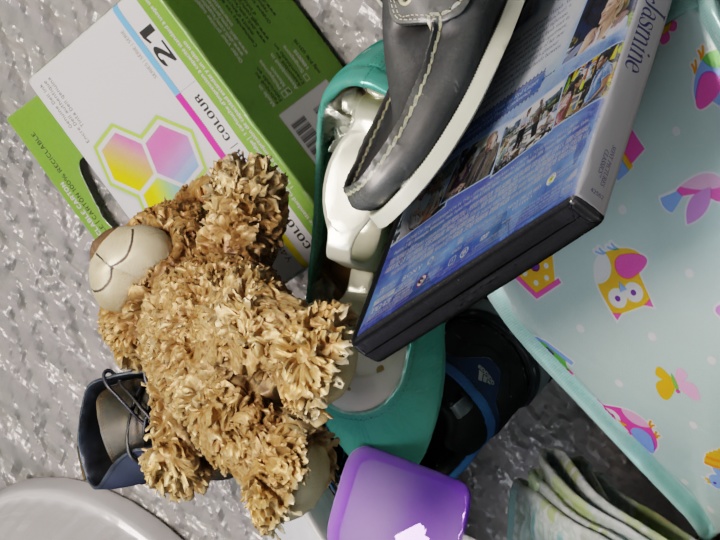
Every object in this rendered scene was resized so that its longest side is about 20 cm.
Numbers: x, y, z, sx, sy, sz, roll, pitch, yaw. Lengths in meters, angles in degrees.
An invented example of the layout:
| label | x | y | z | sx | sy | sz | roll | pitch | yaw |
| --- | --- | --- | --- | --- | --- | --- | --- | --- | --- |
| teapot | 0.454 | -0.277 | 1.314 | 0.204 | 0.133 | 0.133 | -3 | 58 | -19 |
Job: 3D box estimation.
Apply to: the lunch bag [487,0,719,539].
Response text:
| label | x | y | z | sx | sy | sz | roll | pitch | yaw |
| --- | --- | --- | --- | --- | --- | --- | --- | --- | --- |
| lunch bag | 0.148 | -0.014 | 1.087 | 0.200 | 0.122 | 0.170 | 49 | 135 | -8 |

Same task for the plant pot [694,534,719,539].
| label | x | y | z | sx | sy | sz | roll | pitch | yaw |
| --- | --- | --- | --- | --- | --- | --- | --- | --- | --- |
| plant pot | 0.210 | 0.199 | 1.153 | 0.186 | 0.186 | 0.201 | -19 | 90 | 42 |

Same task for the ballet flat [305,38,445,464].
| label | x | y | z | sx | sy | sz | roll | pitch | yaw |
| --- | --- | --- | --- | --- | --- | --- | --- | --- | --- |
| ballet flat | 0.000 | 0.000 | 1.148 | 0.067 | 0.070 | 0.201 | 15 | 110 | 28 |

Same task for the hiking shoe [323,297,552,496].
| label | x | y | z | sx | sy | sz | roll | pitch | yaw |
| --- | --- | --- | --- | --- | --- | --- | --- | --- | --- |
| hiking shoe | 0.006 | 0.084 | 1.273 | 0.074 | 0.087 | 0.200 | 45 | 133 | 5 |

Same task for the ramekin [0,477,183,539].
| label | x | y | z | sx | sy | sz | roll | pitch | yaw |
| --- | --- | --- | --- | --- | --- | --- | --- | --- | --- |
| ramekin | -0.160 | 0.221 | 1.477 | 0.202 | 0.094 | 0.203 | 18 | 126 | 26 |

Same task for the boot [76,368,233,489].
| label | x | y | z | sx | sy | sz | roll | pitch | yaw |
| --- | --- | --- | --- | --- | --- | --- | --- | --- | --- |
| boot | -0.077 | 0.071 | 1.260 | 0.200 | 0.097 | 0.075 | 123 | 132 | -74 |

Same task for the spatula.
| label | x | y | z | sx | sy | sz | roll | pitch | yaw |
| --- | --- | --- | --- | --- | --- | --- | --- | --- | --- |
| spatula | 0.062 | 0.122 | 1.109 | 0.200 | 0.021 | 0.057 | 16 | 88 | 45 |

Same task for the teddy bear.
| label | x | y | z | sx | sy | sz | roll | pitch | yaw |
| --- | --- | --- | --- | --- | --- | --- | --- | --- | --- |
| teddy bear | -0.061 | 0.027 | 1.129 | 0.200 | 0.067 | 0.145 | 62 | 142 | 41 |

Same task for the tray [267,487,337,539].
| label | x | y | z | sx | sy | sz | roll | pitch | yaw |
| --- | --- | --- | --- | --- | --- | --- | --- | --- | --- |
| tray | -0.011 | 0.161 | 1.267 | 0.108 | 0.022 | 0.200 | 56 | 164 | 27 |

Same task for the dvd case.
| label | x | y | z | sx | sy | sz | roll | pitch | yaw |
| --- | --- | --- | --- | --- | --- | --- | --- | --- | --- |
| dvd case | 0.068 | -0.068 | 1.045 | 0.018 | 0.200 | 0.143 | 34 | 141 | -18 |

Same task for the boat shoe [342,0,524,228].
| label | x | y | z | sx | sy | sz | roll | pitch | yaw |
| --- | --- | --- | --- | --- | --- | --- | --- | --- | --- |
| boat shoe | 0.031 | -0.113 | 1.066 | 0.067 | 0.201 | 0.072 | 25 | 167 | -12 |

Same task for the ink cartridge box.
| label | x | y | z | sx | sy | sz | roll | pitch | yaw |
| --- | --- | --- | --- | --- | --- | --- | --- | --- | --- |
| ink cartridge box | -0.092 | -0.045 | 1.272 | 0.200 | 0.076 | 0.148 | -34 | 95 | 42 |

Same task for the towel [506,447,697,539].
| label | x | y | z | sx | sy | sz | roll | pitch | yaw |
| --- | --- | --- | --- | --- | --- | --- | --- | --- | --- |
| towel | 0.105 | 0.193 | 1.155 | 0.171 | 0.048 | 0.201 | -146 | 57 | -66 |
